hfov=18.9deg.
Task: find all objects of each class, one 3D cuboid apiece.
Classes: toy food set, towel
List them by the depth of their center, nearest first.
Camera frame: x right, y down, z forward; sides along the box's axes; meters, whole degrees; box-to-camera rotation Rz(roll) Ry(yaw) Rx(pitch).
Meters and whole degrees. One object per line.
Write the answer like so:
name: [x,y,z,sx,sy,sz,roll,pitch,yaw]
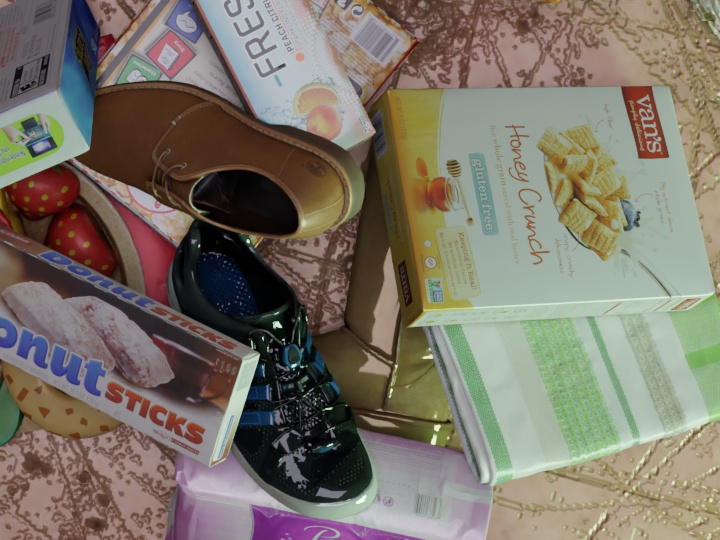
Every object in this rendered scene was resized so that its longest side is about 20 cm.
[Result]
towel: [0.137,0.045,1.347,0.200,0.031,0.149,-12,74,-24]
toy food set: [-0.232,0.017,1.350,0.198,0.049,0.200,-7,106,10]

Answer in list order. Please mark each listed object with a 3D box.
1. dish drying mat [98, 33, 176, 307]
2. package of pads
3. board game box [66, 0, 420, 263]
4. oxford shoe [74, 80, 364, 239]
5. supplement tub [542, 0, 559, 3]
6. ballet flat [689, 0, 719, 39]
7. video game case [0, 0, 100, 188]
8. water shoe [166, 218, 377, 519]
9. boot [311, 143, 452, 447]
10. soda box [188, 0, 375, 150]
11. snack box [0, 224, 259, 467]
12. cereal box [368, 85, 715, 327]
dish drying mat: [-0.166,-0.046,1.386,0.077,0.018,0.200,-16,92,-3]
package of pads: [-0.021,0.148,1.344,0.200,0.121,0.076,12,59,-1]
board game box: [-0.083,-0.114,1.362,0.151,0.046,0.200,39,87,-7]
oxford shoe: [-0.101,-0.064,1.267,0.200,0.071,0.071,15,118,26]
supplement tub: [0.127,-0.275,1.336,0.122,0.123,0.200,29,90,-3]
ballet flat: [0.278,-0.148,1.374,0.076,0.064,0.200,-43,92,1]
video game case: [-0.246,-0.091,1.283,0.181,0.200,0.045,-22,115,6]
water shoe: [-0.056,0.057,1.274,0.071,0.079,0.200,-27,68,-23]
boot: [0.000,0.000,1.374,0.175,0.066,0.200,12,92,-14]
soda box: [-0.065,-0.156,1.304,0.064,0.068,0.200,-27,95,-4]
snack box: [-0.157,0.041,1.278,0.200,0.024,0.072,25,110,19]
cereal box: [0.112,-0.042,1.332,0.200,0.040,0.144,-4,73,-21]
